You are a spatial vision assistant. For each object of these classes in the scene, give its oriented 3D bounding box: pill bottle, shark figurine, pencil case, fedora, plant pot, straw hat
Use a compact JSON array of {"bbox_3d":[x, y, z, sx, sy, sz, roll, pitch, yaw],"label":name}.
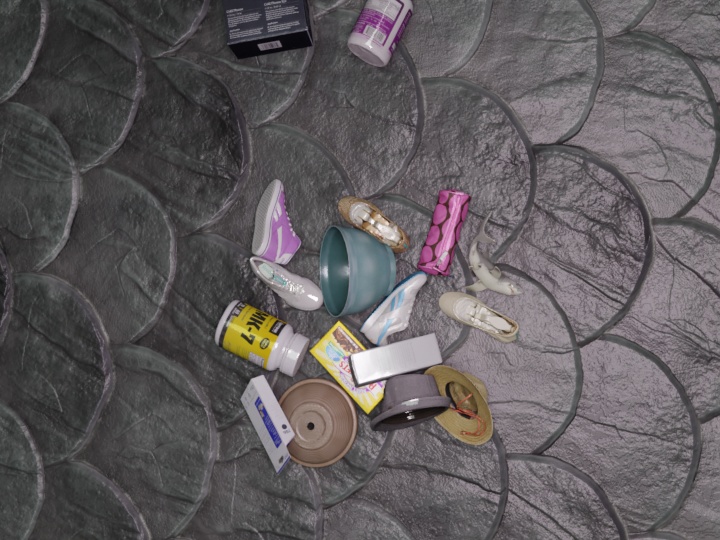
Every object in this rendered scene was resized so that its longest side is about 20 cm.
[{"bbox_3d":[0.057,-0.594,1.751,0.111,0.112,0.203,27,88,7],"label":"pill bottle"},{"bbox_3d":[0.282,-0.032,1.693,0.126,0.216,0.090,-7,42,32],"label":"shark figurine"},{"bbox_3d":[0.195,-0.088,1.707,0.089,0.094,0.204,15,86,6],"label":"pencil case"},{"bbox_3d":[0.104,0.282,1.647,0.174,0.200,0.092,1,64,-30],"label":"fedora"},{"bbox_3d":[-0.107,0.350,1.699,0.196,0.093,0.205,0,86,6],"label":"plant pot"},{"bbox_3d":[0.000,0.000,1.682,0.132,0.200,0.205,-2,85,-21],"label":"plant pot"},{"bbox_3d":[-0.224,0.158,1.714,0.197,0.114,0.116,24,88,6],"label":"pill bottle"},{"bbox_3d":[0.237,0.281,1.673,0.085,0.201,0.202,-32,81,-38],"label":"straw hat"}]

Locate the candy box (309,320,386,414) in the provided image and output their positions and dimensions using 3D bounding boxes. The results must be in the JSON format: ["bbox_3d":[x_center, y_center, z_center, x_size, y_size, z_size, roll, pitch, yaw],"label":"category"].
[{"bbox_3d":[-0.016,0.224,1.733,0.102,0.026,0.200,-45,83,1],"label":"candy box"}]

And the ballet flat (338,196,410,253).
[{"bbox_3d":[0.032,-0.114,1.737,0.198,0.065,0.071,32,89,7],"label":"ballet flat"}]

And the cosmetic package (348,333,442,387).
[{"bbox_3d":[0.076,0.202,1.673,0.196,0.102,0.075,-15,79,-8],"label":"cosmetic package"}]

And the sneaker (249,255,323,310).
[{"bbox_3d":[-0.177,0.029,1.732,0.198,0.089,0.076,30,87,6],"label":"sneaker"}]

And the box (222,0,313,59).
[{"bbox_3d":[-0.224,-0.625,1.781,0.196,0.104,0.186,-8,86,4],"label":"box"}]

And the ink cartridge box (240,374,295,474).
[{"bbox_3d":[-0.202,0.347,1.682,0.039,0.100,0.202,-14,63,-36],"label":"ink cartridge box"}]

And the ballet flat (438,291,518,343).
[{"bbox_3d":[0.271,0.102,1.699,0.197,0.069,0.071,24,88,7],"label":"ballet flat"}]

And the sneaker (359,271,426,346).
[{"bbox_3d":[0.089,0.087,1.717,0.081,0.077,0.200,42,97,0],"label":"sneaker"}]

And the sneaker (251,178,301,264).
[{"bbox_3d":[-0.188,-0.109,1.764,0.113,0.072,0.204,22,64,-31],"label":"sneaker"}]
